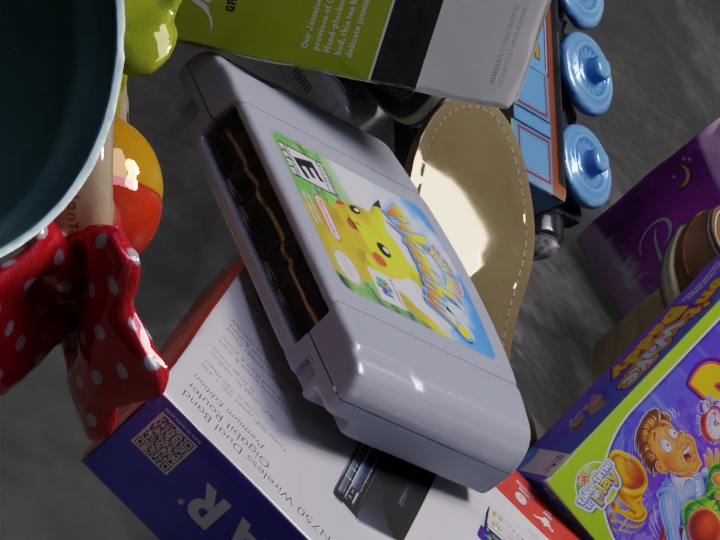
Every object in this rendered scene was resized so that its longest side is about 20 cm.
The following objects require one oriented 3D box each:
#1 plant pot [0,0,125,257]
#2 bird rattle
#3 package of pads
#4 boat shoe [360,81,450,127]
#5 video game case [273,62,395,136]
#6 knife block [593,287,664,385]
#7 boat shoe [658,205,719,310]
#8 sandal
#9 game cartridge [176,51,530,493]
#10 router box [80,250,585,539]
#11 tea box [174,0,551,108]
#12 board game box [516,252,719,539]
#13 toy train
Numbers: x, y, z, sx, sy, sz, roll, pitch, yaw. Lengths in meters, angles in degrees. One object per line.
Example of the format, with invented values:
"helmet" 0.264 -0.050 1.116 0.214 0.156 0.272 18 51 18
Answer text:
"plant pot" -0.199 -0.087 1.025 0.200 0.134 0.202 13 72 -44
"bird rattle" -0.102 -0.031 1.155 0.163 0.112 0.201 84 -3 -77
"package of pads" 0.214 0.026 1.608 0.075 0.120 0.201 13 43 -52
"boat shoe" 0.004 -0.142 1.513 0.062 0.075 0.200 23 28 -35
"video game case" -0.014 -0.149 1.604 0.182 0.024 0.200 55 25 14
"knife block" 0.151 0.095 1.468 0.175 0.064 0.201 8 46 -56
"boat shoe" 0.201 0.031 1.478 0.076 0.074 0.200 36 27 -25
"sandal" 0.034 0.026 1.386 0.077 0.070 0.213 12 64 -35
"game cartridge" 0.000 0.000 1.274 0.133 0.040 0.201 30 27 -47
"router box" -0.004 0.096 1.226 0.200 0.049 0.180 45 24 -7
"tea box" -0.021 -0.188 1.348 0.196 0.134 0.200 11 25 -16
"board game box" 0.181 0.073 1.353 0.135 0.200 0.045 49 -15 -15
"toy train" 0.073 -0.106 1.559 0.114 0.086 0.201 28 53 -46
